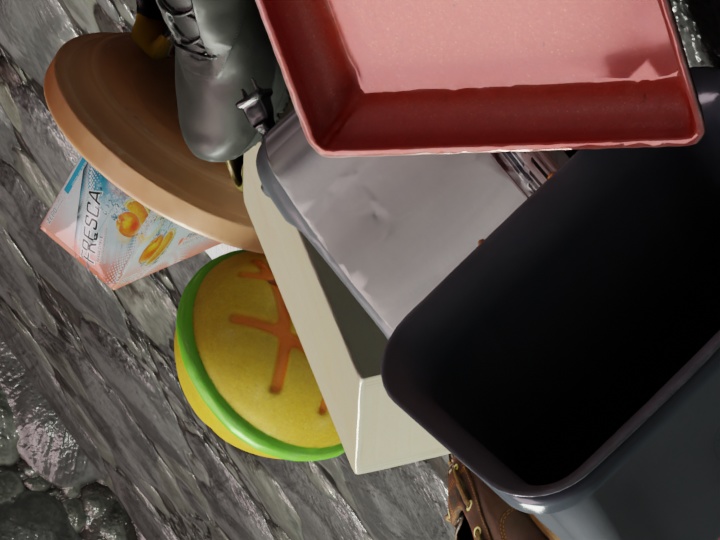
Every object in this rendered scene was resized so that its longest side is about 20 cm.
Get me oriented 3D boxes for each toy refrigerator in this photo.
[{"bbox_3d":[0.000,0.000,1.435,0.076,0.069,0.201,92,160,-46],"label":"toy refrigerator"}]

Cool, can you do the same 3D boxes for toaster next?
[{"bbox_3d":[0.046,-0.046,1.307,0.200,0.129,0.114,52,-150,7],"label":"toaster"}]

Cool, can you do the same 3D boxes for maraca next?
[{"bbox_3d":[-0.034,0.044,1.664,0.107,0.200,0.138,-34,82,37],"label":"maraca"}]

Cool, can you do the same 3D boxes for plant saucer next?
[{"bbox_3d":[0.038,-0.143,1.167,0.199,0.037,0.201,0,123,34],"label":"plant saucer"},{"bbox_3d":[-0.094,-0.083,1.675,0.199,0.032,0.201,26,-155,-13],"label":"plant saucer"}]

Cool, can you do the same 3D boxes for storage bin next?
[{"bbox_3d":[0.123,0.035,1.190,0.145,0.200,0.135,39,168,43],"label":"storage bin"}]

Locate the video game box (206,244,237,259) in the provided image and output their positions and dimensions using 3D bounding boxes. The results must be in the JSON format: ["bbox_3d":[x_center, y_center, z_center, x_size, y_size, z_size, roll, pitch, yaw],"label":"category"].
[{"bbox_3d":[-0.049,-0.007,1.906,0.183,0.047,0.200,53,166,14],"label":"video game box"}]

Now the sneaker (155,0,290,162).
[{"bbox_3d":[-0.079,-0.153,1.415,0.076,0.090,0.201,15,108,39],"label":"sneaker"}]

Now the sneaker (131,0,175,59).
[{"bbox_3d":[-0.125,-0.205,1.629,0.078,0.082,0.201,37,157,49],"label":"sneaker"}]

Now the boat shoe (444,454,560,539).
[{"bbox_3d":[0.082,0.142,1.692,0.070,0.070,0.200,38,-169,-24],"label":"boat shoe"}]

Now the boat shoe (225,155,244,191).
[{"bbox_3d":[-0.048,-0.132,1.493,0.072,0.068,0.201,40,143,56],"label":"boat shoe"}]

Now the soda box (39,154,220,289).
[{"bbox_3d":[-0.111,-0.052,1.717,0.063,0.069,0.200,39,-155,12],"label":"soda box"}]
